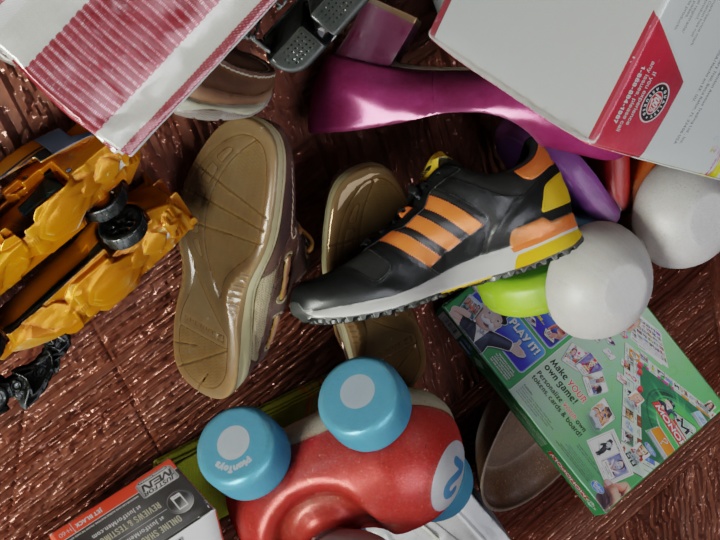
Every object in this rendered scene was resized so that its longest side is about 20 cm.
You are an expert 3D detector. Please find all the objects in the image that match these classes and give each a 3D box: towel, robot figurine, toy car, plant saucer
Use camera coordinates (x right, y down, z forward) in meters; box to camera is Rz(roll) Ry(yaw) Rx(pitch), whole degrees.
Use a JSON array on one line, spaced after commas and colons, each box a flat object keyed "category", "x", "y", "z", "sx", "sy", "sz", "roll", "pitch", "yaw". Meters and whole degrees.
[{"category": "towel", "x": -0.144, "y": -0.173, "z": 0.779, "sx": 0.144, "sy": 0.023, "sz": 0.200, "roll": -46, "pitch": 110, "yaw": 1}, {"category": "robot figurine", "x": -0.196, "y": -0.001, "z": 0.904, "sx": 0.200, "sy": 0.058, "sz": 0.145, "roll": -41, "pitch": 138, "yaw": -13}, {"category": "towel", "x": -0.062, "y": 0.134, "z": 1.155, "sx": 0.199, "sy": 0.018, "sz": 0.086, "roll": -24, "pitch": 132, "yaw": -28}, {"category": "toy car", "x": 0.004, "y": 0.197, "z": 1.070, "sx": 0.176, "sy": 0.201, "sz": 0.184, "roll": -22, "pitch": 148, "yaw": 10}, {"category": "plant saucer", "x": 0.158, "y": 0.112, "z": 1.306, "sx": 0.200, "sy": 0.037, "sz": 0.201, "roll": -35, "pitch": 146, "yaw": -28}, {"category": "toy car", "x": 0.154, "y": -0.057, "z": 1.108, "sx": 0.200, "sy": 0.175, "sz": 0.150, "roll": -37, "pitch": 119, "yaw": -15}]

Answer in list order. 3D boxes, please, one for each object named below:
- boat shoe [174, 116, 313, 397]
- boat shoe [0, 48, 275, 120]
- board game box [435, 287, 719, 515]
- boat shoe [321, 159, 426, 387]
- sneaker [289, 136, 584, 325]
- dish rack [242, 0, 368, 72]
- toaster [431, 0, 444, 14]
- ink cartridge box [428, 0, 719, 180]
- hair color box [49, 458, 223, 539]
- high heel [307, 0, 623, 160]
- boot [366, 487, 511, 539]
[{"category": "boat shoe", "x": -0.070, "y": -0.013, "z": 1.000, "sx": 0.072, "sy": 0.072, "sz": 0.201, "roll": -28, "pitch": 137, "yaw": -47}, {"category": "boat shoe", "x": -0.120, "y": -0.135, "z": 0.865, "sx": 0.199, "sy": 0.076, "sz": 0.072, "roll": 9, "pitch": 110, "yaw": -47}, {"category": "board game box", "x": 0.172, "y": 0.069, "z": 1.203, "sx": 0.134, "sy": 0.200, "sz": 0.029, "roll": -37, "pitch": 176, "yaw": -17}, {"category": "boat shoe", "x": 0.000, "y": 0.000, "z": 1.074, "sx": 0.072, "sy": 0.072, "sz": 0.201, "roll": -25, "pitch": 133, "yaw": -14}, {"category": "sneaker", "x": 0.041, "y": -0.027, "z": 0.999, "sx": 0.199, "sy": 0.070, "sz": 0.091, "roll": -17, "pitch": 91, "yaw": -12}, {"category": "dish rack", "x": -0.059, "y": -0.212, "z": 0.819, "sx": 0.200, "sy": 0.055, "sz": 0.153, "roll": 38, "pitch": 110, "yaw": -18}, {"category": "toaster", "x": 0.117, "y": -0.242, "z": 0.970, "sx": 0.200, "sy": 0.119, "sz": 0.181, "roll": -36, "pitch": 136, "yaw": -17}, {"category": "ink cartridge box", "x": 0.175, "y": -0.149, "z": 0.887, "sx": 0.199, "sy": 0.145, "sz": 0.146, "roll": 9, "pitch": 113, "yaw": -45}, {"category": "hair color box", "x": -0.145, "y": 0.235, "z": 1.106, "sx": 0.101, "sy": 0.061, "sz": 0.201, "roll": -31, "pitch": 142, "yaw": -22}, {"category": "high heel", "x": 0.067, "y": -0.092, "z": 0.991, "sx": 0.097, "sy": 0.199, "sz": 0.067, "roll": -64, "pitch": 166, "yaw": 7}, {"category": "boot", "x": 0.070, "y": 0.230, "z": 1.319, "sx": 0.095, "sy": 0.074, "sz": 0.200, "roll": -36, "pitch": 136, "yaw": 1}]
